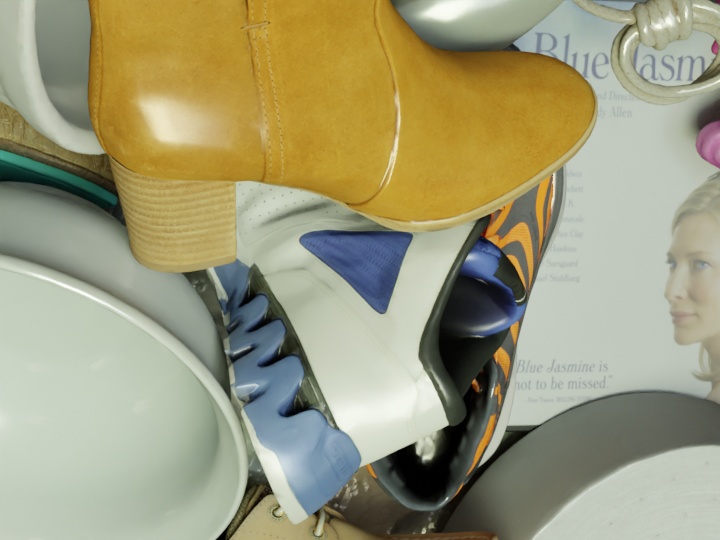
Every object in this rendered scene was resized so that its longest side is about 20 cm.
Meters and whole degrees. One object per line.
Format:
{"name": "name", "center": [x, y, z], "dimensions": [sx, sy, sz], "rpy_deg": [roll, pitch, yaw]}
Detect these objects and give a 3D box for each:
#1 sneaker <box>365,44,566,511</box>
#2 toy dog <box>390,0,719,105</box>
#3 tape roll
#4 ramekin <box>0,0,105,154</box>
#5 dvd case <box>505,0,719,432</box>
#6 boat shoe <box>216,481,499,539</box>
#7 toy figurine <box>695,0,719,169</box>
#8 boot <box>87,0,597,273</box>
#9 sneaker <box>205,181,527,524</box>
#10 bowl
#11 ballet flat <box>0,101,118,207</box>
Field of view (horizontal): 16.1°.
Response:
{"name": "sneaker", "center": [0.042, 0.006, 1.051], "dimensions": [0.078, 0.112, 0.200], "rpy_deg": [4, 102, 6]}
{"name": "toy dog", "center": [0.052, -0.128, 1.015], "dimensions": [0.200, 0.096, 0.132], "rpy_deg": [-12, 131, -11]}
{"name": "tape roll", "center": [0.130, 0.159, 1.147], "dimensions": [0.200, 0.066, 0.200], "rpy_deg": [-7, 111, -18]}
{"name": "ramekin", "center": [-0.102, -0.152, 0.919], "dimensions": [0.098, 0.200, 0.201], "rpy_deg": [24, 94, 19]}
{"name": "dvd case", "center": [0.120, -0.027, 1.133], "dimensions": [0.143, 0.018, 0.200], "rpy_deg": [0, 103, -20]}
{"name": "boat shoe", "center": [-0.035, 0.121, 1.058], "dimensions": [0.200, 0.071, 0.065], "rpy_deg": [-6, 94, 2]}
{"name": "toy figurine", "center": [0.220, -0.058, 1.109], "dimensions": [0.184, 0.150, 0.200], "rpy_deg": [34, 109, -19]}
{"name": "boot", "center": [0.000, -0.082, 0.905], "dimensions": [0.201, 0.071, 0.144], "rpy_deg": [-18, 135, -20]}
{"name": "sneaker", "center": [0.000, 0.001, 0.991], "dimensions": [0.115, 0.199, 0.081], "rpy_deg": [-19, 139, 1]}
{"name": "bowl", "center": [-0.135, 0.030, 0.989], "dimensions": [0.201, 0.090, 0.201], "rpy_deg": [6, 137, 5]}
{"name": "ballet flat", "center": [-0.182, -0.074, 0.991], "dimensions": [0.200, 0.068, 0.072], "rpy_deg": [8, 79, -19]}
